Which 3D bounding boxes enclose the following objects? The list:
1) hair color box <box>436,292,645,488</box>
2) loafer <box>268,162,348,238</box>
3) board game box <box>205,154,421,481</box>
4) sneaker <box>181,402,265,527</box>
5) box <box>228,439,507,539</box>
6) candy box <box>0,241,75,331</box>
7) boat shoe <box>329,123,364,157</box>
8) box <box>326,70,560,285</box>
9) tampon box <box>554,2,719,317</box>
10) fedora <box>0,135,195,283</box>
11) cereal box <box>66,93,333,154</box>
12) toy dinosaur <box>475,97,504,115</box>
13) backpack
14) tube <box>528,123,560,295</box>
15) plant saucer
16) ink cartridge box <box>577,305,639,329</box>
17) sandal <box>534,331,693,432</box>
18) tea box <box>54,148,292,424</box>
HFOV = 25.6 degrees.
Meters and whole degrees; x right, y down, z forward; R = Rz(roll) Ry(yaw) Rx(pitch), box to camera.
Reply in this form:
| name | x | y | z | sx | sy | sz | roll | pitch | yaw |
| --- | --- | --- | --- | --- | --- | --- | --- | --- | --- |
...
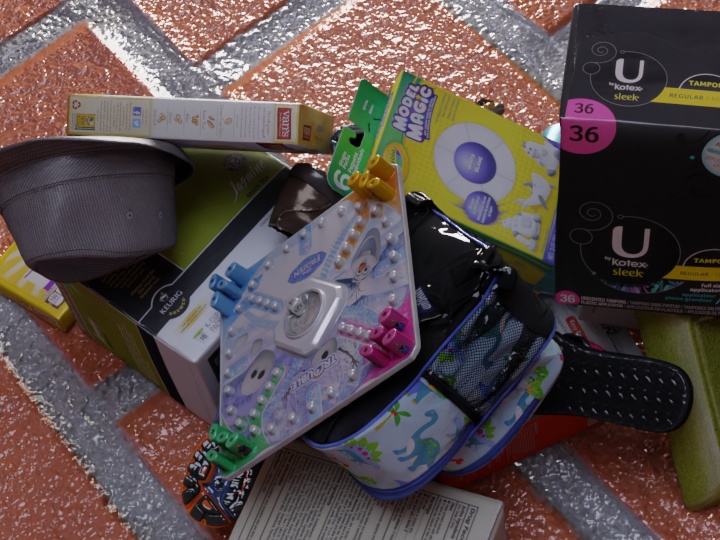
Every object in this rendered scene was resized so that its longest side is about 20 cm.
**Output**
| name | x | y | z | sx | sy | sz | roll | pitch | yaw |
| --- | --- | --- | --- | --- | --- | --- | --- | --- | --- |
| hair color box | 0.136 | 0.094 | 1.351 | 0.198 | 0.064 | 0.112 | -24 | 55 | -4 |
| loafer | 0.000 | 0.000 | 1.327 | 0.200 | 0.073 | 0.071 | 43 | 81 | -4 |
| board game box | -0.043 | 0.032 | 1.202 | 0.199 | 0.026 | 0.201 | -35 | 38 | 27 |
| sneaker | -0.091 | 0.122 | 1.342 | 0.075 | 0.078 | 0.201 | 29 | 80 | 6 |
| box | 0.006 | 0.233 | 1.257 | 0.198 | 0.109 | 0.129 | 15 | 59 | 18 |
| candy box | -0.262 | -0.042 | 1.530 | 0.102 | 0.027 | 0.201 | 25 | 65 | 27 |
| boat shoe | 0.067 | -0.073 | 1.362 | 0.198 | 0.091 | 0.071 | 6 | 48 | 14 |
| box | 0.078 | -0.083 | 1.309 | 0.198 | 0.048 | 0.118 | 22 | 61 | -7 |
| tampon box | 0.225 | -0.080 | 1.187 | 0.148 | 0.201 | 0.127 | 4 | 50 | 10 |
| fedora | -0.222 | -0.044 | 1.286 | 0.175 | 0.199 | 0.091 | -17 | 80 | 31 |
| cereal box | -0.131 | -0.123 | 1.336 | 0.197 | 0.144 | 0.040 | 4 | 92 | 11 |
| toy dinosaur | 0.093 | -0.109 | 1.467 | 0.106 | 0.061 | 0.200 | 39 | 27 | 11 |
| backpack | 0.045 | 0.073 | 1.211 | 0.200 | 0.147 | 0.183 | -48 | 29 | 0 |
| tube | 0.167 | -0.053 | 1.416 | 0.076 | 0.051 | 0.201 | 10 | 44 | 13 |
| plant saucer | 0.336 | 0.079 | 1.261 | 0.197 | 0.048 | 0.202 | -16 | 99 | -1 |
| ink cartridge box | 0.288 | -0.021 | 1.346 | 0.197 | 0.085 | 0.147 | 9 | 51 | -5 |
| sandal | 0.175 | 0.086 | 1.277 | 0.198 | 0.045 | 0.076 | 15 | 97 | 27 |
| tea box | -0.139 | -0.004 | 1.419 | 0.196 | 0.134 | 0.200 | 33 | 68 | 25 |
